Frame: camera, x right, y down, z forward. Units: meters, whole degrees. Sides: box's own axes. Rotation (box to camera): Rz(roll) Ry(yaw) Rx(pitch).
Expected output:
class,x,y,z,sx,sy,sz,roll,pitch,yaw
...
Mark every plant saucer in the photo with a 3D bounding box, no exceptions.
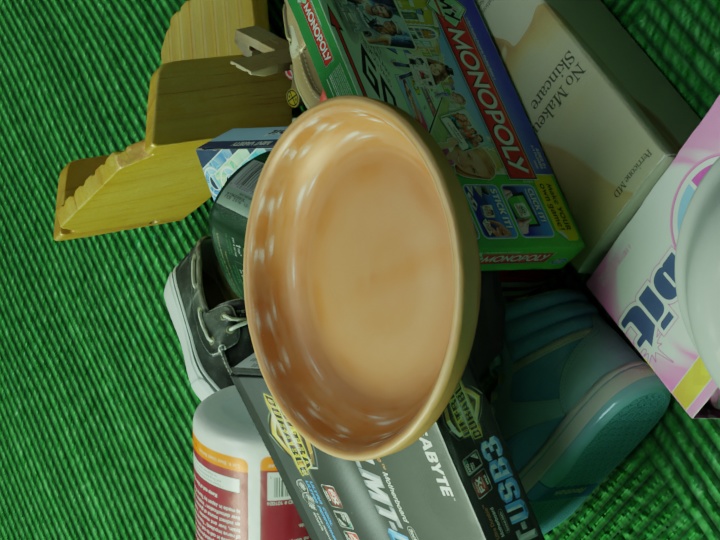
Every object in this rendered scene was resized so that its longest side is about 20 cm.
class,x,y,z,sx,sy,sz,roll,pitch,yaw
plant saucer,0.003,0.004,0.880,0.199,0.037,0.202,2,93,52

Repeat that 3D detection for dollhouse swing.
class,x,y,z,sx,sy,sz,roll,pitch,yaw
dollhouse swing,-0.169,-0.151,1.293,0.200,0.181,0.177,-31,74,52

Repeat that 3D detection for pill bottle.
class,x,y,z,sx,sy,sz,roll,pitch,yaw
pill bottle,-0.071,0.196,1.196,0.113,0.112,0.202,23,119,47

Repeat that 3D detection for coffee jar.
class,x,y,z,sx,sy,sz,roll,pitch,yaw
coffee jar,0.000,0.000,1.014,0.199,0.085,0.105,25,146,35

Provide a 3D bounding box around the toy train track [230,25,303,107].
class,x,y,z,sx,sy,sz,roll,pitch,yaw
toy train track,-0.022,-0.134,1.178,0.199,0.114,0.033,31,125,35

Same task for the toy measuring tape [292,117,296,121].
class,x,y,z,sx,sy,sz,roll,pitch,yaw
toy measuring tape,-0.025,-0.088,1.199,0.199,0.073,0.074,28,110,46

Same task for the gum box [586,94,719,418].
class,x,y,z,sx,sy,sz,roll,pitch,yaw
gum box,0.231,-0.026,0.899,0.114,0.066,0.201,55,127,36

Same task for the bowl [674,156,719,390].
class,x,y,z,sx,sy,sz,roll,pitch,yaw
bowl,0.250,0.020,0.789,0.199,0.090,0.203,9,115,20

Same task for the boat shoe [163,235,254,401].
class,x,y,z,sx,sy,sz,roll,pitch,yaw
boat shoe,-0.109,0.050,1.289,0.200,0.072,0.071,55,132,37

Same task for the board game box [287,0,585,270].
class,x,y,z,sx,sy,sz,roll,pitch,yaw
board game box,0.045,-0.092,0.958,0.029,0.134,0.201,-45,58,43

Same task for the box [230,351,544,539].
class,x,y,z,sx,sy,sz,roll,pitch,yaw
box,0.024,0.139,0.991,0.198,0.050,0.201,1,120,54

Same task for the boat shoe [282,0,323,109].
class,x,y,z,sx,sy,sz,roll,pitch,yaw
boat shoe,-0.026,-0.181,1.125,0.071,0.065,0.201,-21,46,6

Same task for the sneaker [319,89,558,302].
class,x,y,z,sx,sy,sz,roll,pitch,yaw
sneaker,0.042,-0.039,1.050,0.199,0.079,0.116,33,128,-2

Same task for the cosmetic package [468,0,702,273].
class,x,y,z,sx,sy,sz,roll,pitch,yaw
cosmetic package,0.137,-0.102,1.009,0.106,0.071,0.201,-57,49,32

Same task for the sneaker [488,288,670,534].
class,x,y,z,sx,sy,sz,roll,pitch,yaw
sneaker,0.104,0.095,1.038,0.200,0.079,0.131,-48,56,25

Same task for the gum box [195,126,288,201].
class,x,y,z,sx,sy,sz,roll,pitch,yaw
gum box,-0.026,-0.006,1.153,0.169,0.044,0.202,4,120,49
